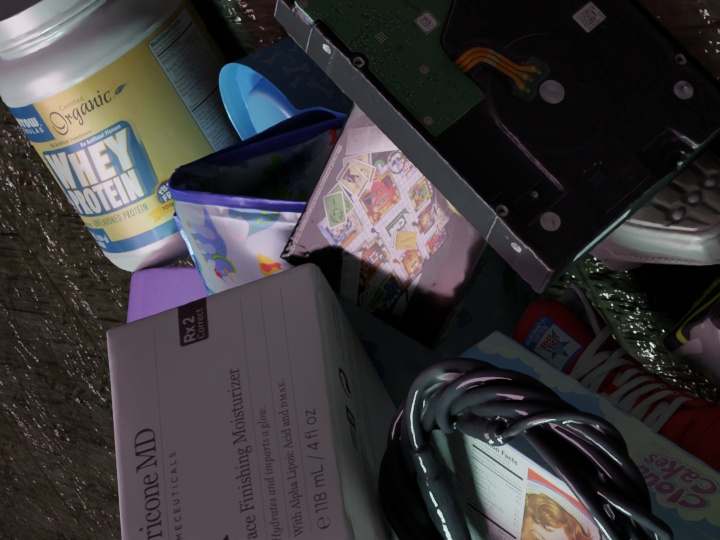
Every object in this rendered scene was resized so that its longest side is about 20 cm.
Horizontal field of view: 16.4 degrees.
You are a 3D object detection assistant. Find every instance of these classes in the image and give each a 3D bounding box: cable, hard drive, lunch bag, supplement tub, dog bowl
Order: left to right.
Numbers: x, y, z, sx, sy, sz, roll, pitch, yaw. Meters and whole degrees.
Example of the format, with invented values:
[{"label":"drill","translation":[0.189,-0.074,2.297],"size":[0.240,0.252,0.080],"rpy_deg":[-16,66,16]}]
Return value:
[{"label":"supplement tub","translation":[-0.158,-0.116,1.695],"size":[0.200,0.145,0.144],"rpy_deg":[58,158,-19]},{"label":"dog bowl","translation":[-0.008,-0.068,1.604],"size":[0.200,0.050,0.112],"rpy_deg":[47,159,8]},{"label":"lunch bag","translation":[0.000,0.000,1.485],"size":[0.199,0.128,0.171],"rpy_deg":[-8,122,18]},{"label":"hard drive","translation":[0.072,-0.104,1.253],"size":[0.200,0.140,0.038],"rpy_deg":[46,159,10]},{"label":"cable","translation":[0.079,0.115,1.247],"size":[0.163,0.051,0.200],"rpy_deg":[50,147,21]}]

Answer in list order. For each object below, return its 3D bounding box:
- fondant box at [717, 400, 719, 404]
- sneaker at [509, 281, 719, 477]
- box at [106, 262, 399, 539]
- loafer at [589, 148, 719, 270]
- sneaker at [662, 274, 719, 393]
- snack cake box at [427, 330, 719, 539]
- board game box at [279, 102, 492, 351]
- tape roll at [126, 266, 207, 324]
[{"label":"fondant box","translation":[0.223,0.192,1.423],"size":[0.200,0.144,0.058],"rpy_deg":[50,142,3]},{"label":"sneaker","translation":[0.142,0.069,1.343],"size":[0.113,0.071,0.200],"rpy_deg":[49,165,-18]},{"label":"box","translation":[-0.041,0.143,1.381],"size":[0.200,0.130,0.200],"rpy_deg":[62,-167,-46]},{"label":"loafer","translation":[0.146,-0.034,1.328],"size":[0.070,0.070,0.200],"rpy_deg":[55,167,-27]},{"label":"sneaker","translation":[0.221,0.028,1.278],"size":[0.076,0.075,0.200],"rpy_deg":[42,171,0]},{"label":"snack cake box","translation":[0.119,0.133,1.303],"size":[0.200,0.067,0.115],"rpy_deg":[33,137,32]},{"label":"board game box","translation":[0.041,-0.065,1.350],"size":[0.105,0.023,0.201],"rpy_deg":[33,116,13]},{"label":"tape roll","translation":[-0.061,0.044,1.708],"size":[0.199,0.066,0.200],"rpy_deg":[6,172,1]}]
